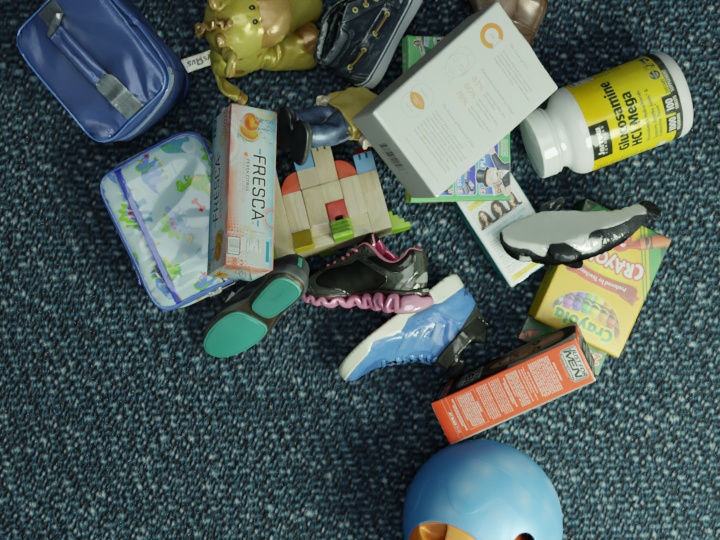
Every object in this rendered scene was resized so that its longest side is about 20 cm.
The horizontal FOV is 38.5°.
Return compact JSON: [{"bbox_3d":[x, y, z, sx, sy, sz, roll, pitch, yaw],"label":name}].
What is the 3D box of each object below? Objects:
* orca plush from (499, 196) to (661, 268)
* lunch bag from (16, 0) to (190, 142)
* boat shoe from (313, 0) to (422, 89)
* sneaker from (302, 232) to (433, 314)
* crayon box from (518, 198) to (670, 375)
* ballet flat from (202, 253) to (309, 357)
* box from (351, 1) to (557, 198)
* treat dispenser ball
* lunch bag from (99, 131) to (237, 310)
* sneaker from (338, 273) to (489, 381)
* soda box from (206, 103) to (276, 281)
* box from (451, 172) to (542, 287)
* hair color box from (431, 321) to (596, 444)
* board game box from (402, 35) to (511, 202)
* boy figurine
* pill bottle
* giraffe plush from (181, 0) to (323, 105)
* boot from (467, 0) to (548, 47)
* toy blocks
[{"bbox_3d":[0.275,-0.040,1.302,0.197,0.106,0.072,-22,136,-9],"label":"orca plush"},{"bbox_3d":[-0.318,-0.262,1.262,0.136,0.132,0.200,-41,93,8],"label":"lunch bag"},{"bbox_3d":[0.017,-0.333,1.289,0.090,0.071,0.203,18,99,-39],"label":"boat shoe"},{"bbox_3d":[0.000,0.000,1.296,0.197,0.079,0.097,4,100,24],"label":"sneaker"},{"bbox_3d":[0.305,0.024,1.348,0.125,0.051,0.203,23,91,-3],"label":"crayon box"},{"bbox_3d":[-0.129,0.041,1.308,0.073,0.073,0.200,48,128,-3],"label":"ballet flat"},{"bbox_3d":[0.109,-0.196,1.209,0.200,0.097,0.125,-41,102,-9],"label":"box"},{"bbox_3d":[0.150,0.312,1.277,0.197,0.201,0.205,0,92,-2],"label":"treat dispenser ball"},{"bbox_3d":[-0.229,-0.060,1.308,0.159,0.082,0.202,-24,92,1],"label":"lunch bag"},{"bbox_3d":[0.075,0.106,1.327,0.199,0.077,0.112,-36,84,-7],"label":"sneaker"},{"bbox_3d":[-0.143,-0.093,1.245,0.063,0.068,0.203,8,75,-27],"label":"soda box"},{"bbox_3d":[0.170,-0.084,1.338,0.082,0.049,0.201,-33,93,-2],"label":"box"},{"bbox_3d":[0.194,0.141,1.298,0.198,0.101,0.062,-26,93,14],"label":"hair color box"},{"bbox_3d":[0.120,-0.187,1.280,0.132,0.029,0.204,-2,93,-12],"label":"board game box"},{"bbox_3d":[-0.008,-0.189,1.289,0.198,0.124,0.065,-17,132,-34],"label":"boy figurine"},{"bbox_3d":[0.308,-0.192,1.309,0.197,0.112,0.114,-21,93,-1],"label":"pill bottle"},{"bbox_3d":[-0.140,-0.306,1.259,0.199,0.162,0.174,-36,93,-1],"label":"giraffe plush"},{"bbox_3d":[0.141,-0.295,1.328,0.183,0.064,0.203,15,96,-1],"label":"boot"},{"bbox_3d":[-0.048,-0.097,1.315,0.197,0.100,0.139,-15,81,0],"label":"toy blocks"}]
